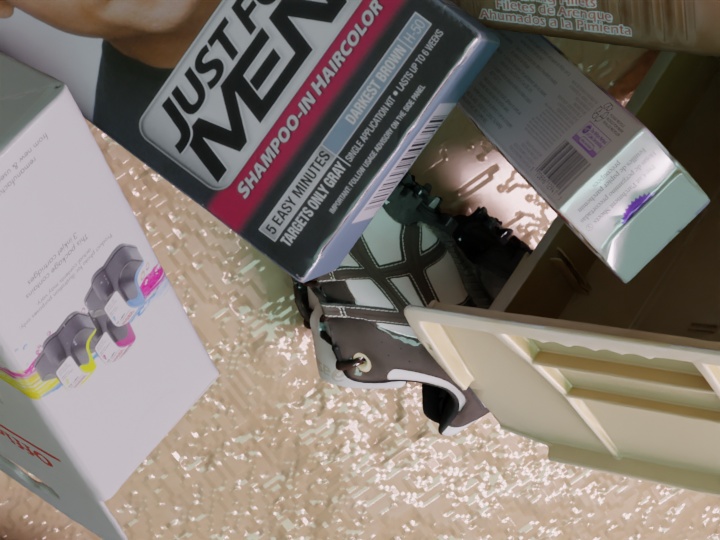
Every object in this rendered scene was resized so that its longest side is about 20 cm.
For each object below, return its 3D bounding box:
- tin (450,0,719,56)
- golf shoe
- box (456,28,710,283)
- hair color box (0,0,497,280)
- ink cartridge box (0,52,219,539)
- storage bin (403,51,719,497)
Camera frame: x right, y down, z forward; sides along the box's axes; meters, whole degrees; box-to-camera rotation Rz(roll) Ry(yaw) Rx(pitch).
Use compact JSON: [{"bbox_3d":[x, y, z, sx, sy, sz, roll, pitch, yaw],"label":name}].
[{"bbox_3d":[0.092,-0.119,0.730,0.112,0.200,0.042,-41,133,-45],"label":"tin"},{"bbox_3d":[0.000,0.000,0.816,0.200,0.078,0.095,35,100,-28],"label":"golf shoe"},{"bbox_3d":[0.061,-0.058,0.736,0.041,0.200,0.039,-43,117,4],"label":"box"},{"bbox_3d":[-0.064,-0.097,0.695,0.200,0.061,0.099,37,100,6],"label":"hair color box"},{"bbox_3d":[-0.126,0.004,0.728,0.068,0.115,0.200,-48,144,-21],"label":"ink cartridge box"},{"bbox_3d":[0.146,-0.026,0.740,0.094,0.199,0.200,50,63,-33],"label":"storage bin"}]
